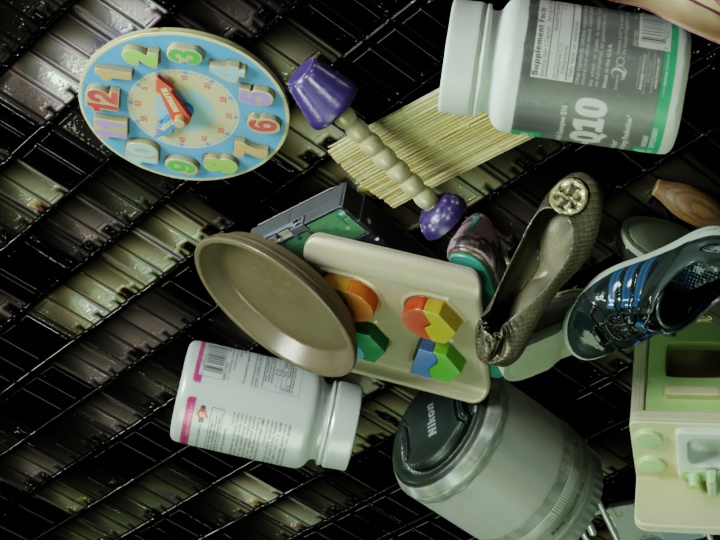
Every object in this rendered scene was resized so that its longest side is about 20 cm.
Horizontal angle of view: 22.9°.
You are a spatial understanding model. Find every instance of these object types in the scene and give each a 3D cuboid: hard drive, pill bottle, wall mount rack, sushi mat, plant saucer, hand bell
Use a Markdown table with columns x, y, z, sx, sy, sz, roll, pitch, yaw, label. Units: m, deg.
| x | y | z | sx | sy | sz | roll | pitch | yaw | label |
| --- | --- | --- | --- | --- | --- | --- | --- | --- | --- |
| 0.000 | 0.000 | 1.802 | 0.139 | 0.038 | 0.200 | -25 | 131 | 37 | hard drive |
| 0.169 | -0.166 | 1.486 | 0.198 | 0.114 | 0.114 | 8 | 143 | 4 | pill bottle |
| 0.351 | 0.334 | 2.082 | 0.198 | 0.075 | 0.175 | -16 | 113 | 30 | wall mount rack |
| 0.070 | -0.122 | 1.648 | 0.199 | 0.012 | 0.095 | -25 | 129 | 37 | sushi mat |
| -0.080 | 0.030 | 1.785 | 0.199 | 0.030 | 0.201 | 31 | 155 | 16 | plant saucer |
| -0.103 | 0.153 | 1.961 | 0.198 | 0.114 | 0.114 | 13 | 143 | -2 | pill bottle |
| 0.361 | -0.032 | 1.652 | 0.198 | 0.105 | 0.104 | 27 | 142 | 1 | hand bell |

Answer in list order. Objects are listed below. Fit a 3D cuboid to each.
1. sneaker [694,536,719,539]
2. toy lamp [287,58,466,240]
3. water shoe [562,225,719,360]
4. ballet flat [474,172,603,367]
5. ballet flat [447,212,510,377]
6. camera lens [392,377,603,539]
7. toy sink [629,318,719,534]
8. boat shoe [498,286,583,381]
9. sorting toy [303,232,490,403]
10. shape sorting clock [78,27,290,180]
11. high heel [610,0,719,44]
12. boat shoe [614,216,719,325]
| x | y | z | sx | sy | sz | roll | pitch | yaw | label |
| --- | --- | --- | --- | --- | --- | --- | --- | --- | --- |
| 0.382 | 0.366 | 2.148 | 0.198 | 0.075 | 0.082 | -13 | 154 | 32 | sneaker |
| 0.013 | -0.113 | 1.623 | 0.058 | 0.058 | 0.200 | -26 | 119 | 38 | toy lamp |
| 0.261 | 0.028 | 1.623 | 0.199 | 0.079 | 0.072 | -36 | 105 | 28 | water shoe |
| 0.161 | -0.002 | 1.655 | 0.067 | 0.201 | 0.046 | 35 | -172 | 39 | ballet flat |
| 0.133 | 0.021 | 1.768 | 0.069 | 0.071 | 0.201 | 13 | 143 | 28 | ballet flat |
| 0.146 | 0.208 | 1.930 | 0.199 | 0.161 | 0.159 | 35 | 137 | -28 | camera lens |
| 0.336 | 0.146 | 1.771 | 0.129 | 0.202 | 0.113 | 0 | 142 | 15 | toy sink |
| 0.208 | 0.046 | 1.741 | 0.200 | 0.060 | 0.073 | -18 | 142 | -26 | boat shoe |
| 0.036 | 0.055 | 1.777 | 0.183 | 0.037 | 0.201 | 14 | 144 | 17 | sorting toy |
| -0.164 | -0.149 | 1.652 | 0.198 | 0.040 | 0.201 | 7 | 143 | 5 | shape sorting clock |
| 0.234 | -0.220 | 1.413 | 0.198 | 0.097 | 0.068 | 3 | 142 | 10 | high heel |
| 0.322 | 0.011 | 1.706 | 0.200 | 0.072 | 0.061 | 22 | 137 | -18 | boat shoe |
